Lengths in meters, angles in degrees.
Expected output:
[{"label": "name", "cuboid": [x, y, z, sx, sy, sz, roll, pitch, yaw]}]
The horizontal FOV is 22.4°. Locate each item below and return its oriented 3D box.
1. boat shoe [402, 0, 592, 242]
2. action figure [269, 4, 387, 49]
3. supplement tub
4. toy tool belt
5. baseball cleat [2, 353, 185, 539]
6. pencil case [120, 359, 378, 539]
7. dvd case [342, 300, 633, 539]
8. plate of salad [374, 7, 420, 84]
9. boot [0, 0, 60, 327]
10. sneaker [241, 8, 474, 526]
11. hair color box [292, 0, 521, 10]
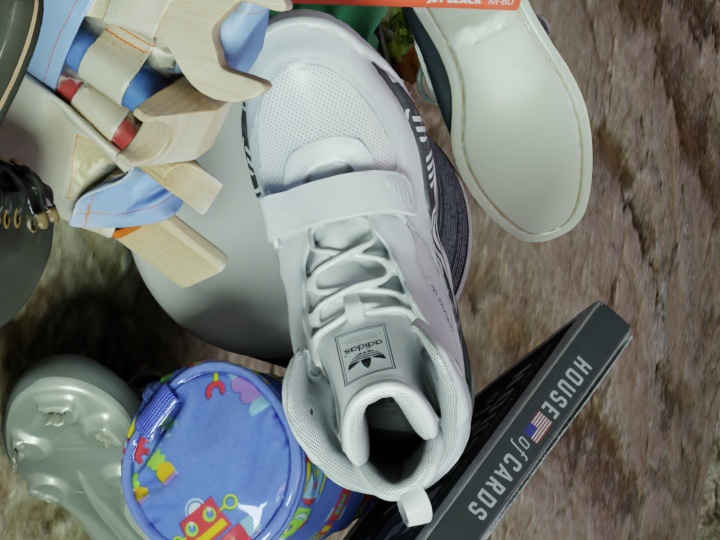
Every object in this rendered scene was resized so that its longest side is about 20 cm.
[{"label": "boat shoe", "cuboid": [0.061, -0.108, 0.915, 0.201, 0.074, 0.062, 60, 9, -24]}, {"label": "action figure", "cuboid": [-0.035, -0.113, 0.903, 0.200, 0.117, 0.055, 78, -3, -76]}, {"label": "supplement tub", "cuboid": [-0.021, -0.021, 0.881, 0.200, 0.139, 0.142, 31, 70, -76]}, {"label": "toy tool belt", "cuboid": [-0.069, -0.087, 0.669, 0.200, 0.122, 0.125, -56, 180, 40]}, {"label": "baseball cleat", "cuboid": [-0.110, 0.073, 0.836, 0.201, 0.069, 0.107, 77, 16, -55]}, {"label": "pencil case", "cuboid": [-0.043, 0.080, 0.795, 0.078, 0.087, 0.200, -53, 169, 3]}, {"label": "dvd case", "cuboid": [0.031, 0.105, 0.807, 0.150, 0.025, 0.200, -50, -179, -33]}, {"label": "plate of salad", "cuboid": [0.014, -0.195, 0.977, 0.200, 0.048, 0.202, -8, 90, -83]}, {"label": "boot", "cuboid": [-0.128, -0.036, 0.572, 0.200, 0.078, 0.138, -42, 166, 33]}, {"label": "sneaker", "cuboid": [0.000, 0.000, 0.709, 0.115, 0.074, 0.202, -84, 158, -75]}, {"label": "hair color box", "cuboid": [0.009, -0.208, 0.814, 0.064, 0.110, 0.201, 104, -17, -49]}]
